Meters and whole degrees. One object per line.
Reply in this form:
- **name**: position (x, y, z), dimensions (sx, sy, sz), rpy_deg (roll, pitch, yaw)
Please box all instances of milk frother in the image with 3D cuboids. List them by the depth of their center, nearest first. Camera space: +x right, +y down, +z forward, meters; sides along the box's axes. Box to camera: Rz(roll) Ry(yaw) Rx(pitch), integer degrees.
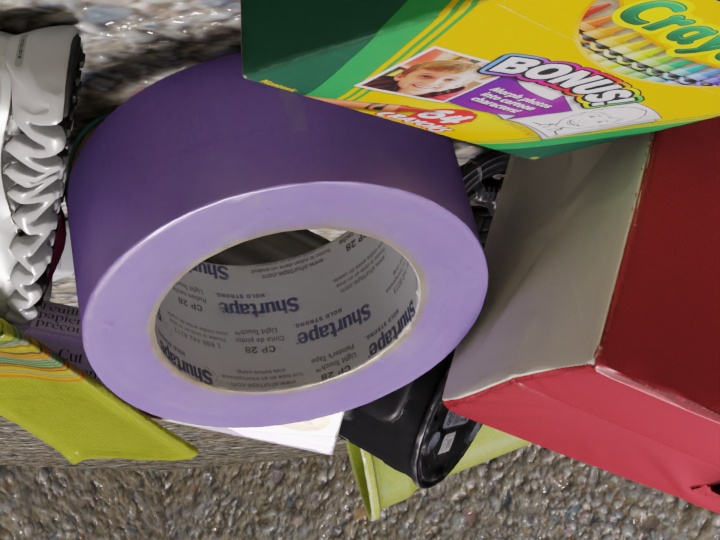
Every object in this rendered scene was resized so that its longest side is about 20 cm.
- **milk frother**: position (0.000, 0.000, 1.098), dimensions (0.188, 0.200, 0.181), rpy_deg (26, 173, 20)

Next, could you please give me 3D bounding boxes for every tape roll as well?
- **tape roll**: position (-0.042, -0.011, 0.879), dimensions (0.199, 0.085, 0.200), rpy_deg (-9, 143, -7)

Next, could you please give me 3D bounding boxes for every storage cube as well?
- **storage cube**: position (0.172, 0.008, 0.888), dimensions (0.179, 0.201, 0.171), rpy_deg (21, 164, -17)

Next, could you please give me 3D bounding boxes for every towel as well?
- **towel**: position (-0.167, 0.067, 0.929), dimensions (0.086, 0.018, 0.200), rpy_deg (1, 157, 25)

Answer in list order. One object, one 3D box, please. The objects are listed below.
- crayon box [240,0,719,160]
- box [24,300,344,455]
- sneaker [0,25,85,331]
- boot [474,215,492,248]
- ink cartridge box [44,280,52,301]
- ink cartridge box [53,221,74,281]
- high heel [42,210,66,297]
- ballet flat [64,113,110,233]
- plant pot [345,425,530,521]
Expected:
- **crayon box**: position (0.082, -0.100, 0.703), dimensions (0.172, 0.058, 0.200), rpy_deg (-10, 167, 39)
- **box**: position (-0.105, 0.056, 0.971), dimensions (0.199, 0.042, 0.039), rpy_deg (13, -151, -6)
- **sneaker**: position (-0.178, -0.041, 0.832), dimensions (0.081, 0.075, 0.200), rpy_deg (8, 138, -9)
- **boot**: position (0.116, -0.004, 1.254), dimensions (0.199, 0.070, 0.132), rpy_deg (-1, 176, 16)
- **ink cartridge box**: position (-0.228, 0.030, 0.961), dimensions (0.047, 0.201, 0.160), rpy_deg (-4, 171, 23)
- **ink cartridge box**: position (-0.323, -0.004, 1.216), dimensions (0.196, 0.043, 0.200), rpy_deg (3, 167, -31)
- **high heel**: position (-0.211, -0.038, 0.880), dimensions (0.067, 0.096, 0.200), rpy_deg (-5, 170, 17)
- **ballet flat**: position (-0.121, -0.006, 0.984), dimensions (0.069, 0.063, 0.200), rpy_deg (-32, 153, -24)
- **plant pot**: position (0.073, 0.092, 1.503), dimensions (0.184, 0.201, 0.200), rpy_deg (-14, 171, -4)
